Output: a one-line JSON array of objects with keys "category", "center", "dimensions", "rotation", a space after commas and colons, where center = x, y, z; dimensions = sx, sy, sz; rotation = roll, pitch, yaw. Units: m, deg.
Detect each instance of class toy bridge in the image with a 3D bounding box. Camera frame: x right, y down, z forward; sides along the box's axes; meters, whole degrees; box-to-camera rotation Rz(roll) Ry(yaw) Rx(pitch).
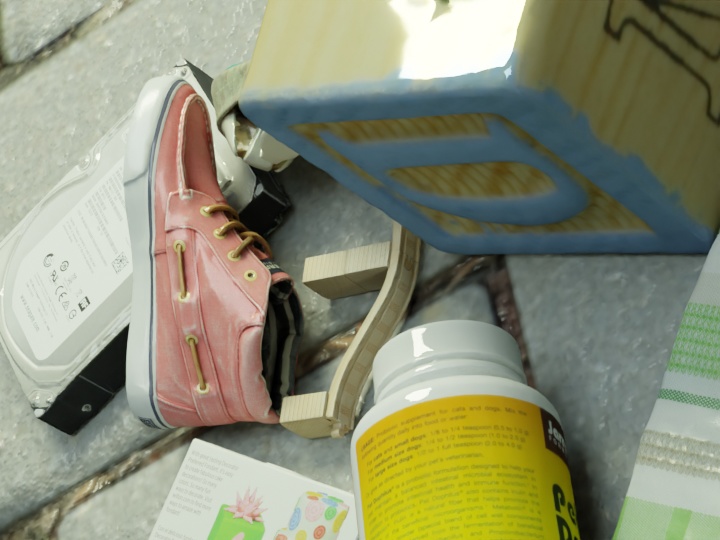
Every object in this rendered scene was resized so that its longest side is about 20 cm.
[{"category": "toy bridge", "center": [0.000, 0.000, 1.483], "dimensions": [0.067, 0.027, 0.201], "rotation": [-11, 60, 35]}]

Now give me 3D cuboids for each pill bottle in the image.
[{"category": "pill bottle", "center": [0.053, 0.129, 1.307], "dimensions": [0.109, 0.109, 0.201], "rotation": [-26, 53, 27]}]

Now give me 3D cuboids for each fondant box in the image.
[{"category": "fondant box", "center": [-0.067, 0.204, 1.406], "dimensions": [0.144, 0.058, 0.201], "rotation": [15, 78, 44]}]

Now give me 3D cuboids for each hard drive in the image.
[{"category": "hard drive", "center": [-0.142, -0.016, 1.608], "dimensions": [0.200, 0.038, 0.140], "rotation": [-43, 46, 12]}]

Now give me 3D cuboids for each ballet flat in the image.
[{"category": "ballet flat", "center": [-0.051, -0.088, 1.493], "dimensions": [0.200, 0.067, 0.063], "rotation": [144, 144, -74]}]

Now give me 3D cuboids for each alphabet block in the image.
[{"category": "alphabet block", "center": [0.083, -0.136, 1.369], "dimensions": [0.195, 0.196, 0.201], "rotation": [1, 67, 39]}]

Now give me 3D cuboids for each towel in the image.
[{"category": "towel", "center": [0.206, 0.068, 1.274], "dimensions": [0.149, 0.031, 0.201], "rotation": [10, 76, 46]}]

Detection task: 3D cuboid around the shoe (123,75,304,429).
[{"category": "shoe", "center": [-0.080, -0.011, 1.499], "dimensions": [0.090, 0.071, 0.201], "rotation": [-1, 86, 23]}]
